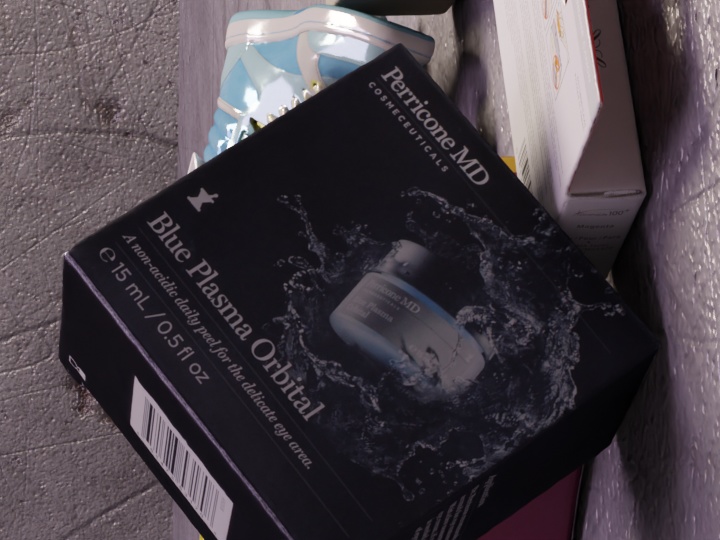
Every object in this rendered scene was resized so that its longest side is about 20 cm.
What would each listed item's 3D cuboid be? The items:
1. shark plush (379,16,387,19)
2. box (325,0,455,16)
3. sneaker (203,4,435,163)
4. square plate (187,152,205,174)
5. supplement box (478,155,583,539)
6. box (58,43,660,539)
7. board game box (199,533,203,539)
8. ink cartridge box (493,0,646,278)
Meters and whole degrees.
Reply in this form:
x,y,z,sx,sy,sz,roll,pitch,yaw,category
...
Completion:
x,y,z,sx,sy,sz,roll,pitch,yaw,category
0.021,-0.075,1.751,0.083,0.091,0.201,-34,-79,-58,shark plush
0.031,-0.202,1.552,0.200,0.082,0.069,153,116,-78,box
-0.028,-0.094,1.632,0.200,0.079,0.131,5,80,61,sneaker
-0.099,0.050,1.727,0.200,0.028,0.199,111,155,-68,square plate
0.051,0.049,1.391,0.200,0.103,0.131,-103,15,-51,supplement box
-0.005,0.036,1.214,0.197,0.200,0.118,50,157,17,box
-0.019,0.217,1.657,0.057,0.165,0.201,41,137,48,board game box
0.101,-0.121,1.231,0.174,0.043,0.201,107,159,-63,ink cartridge box
